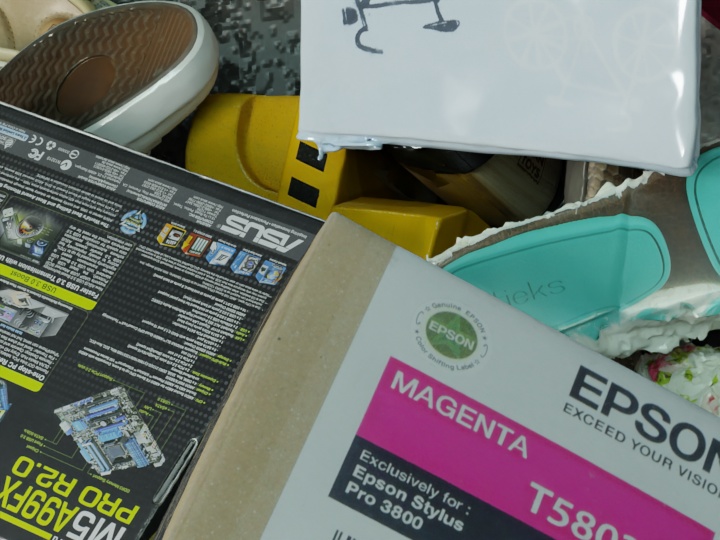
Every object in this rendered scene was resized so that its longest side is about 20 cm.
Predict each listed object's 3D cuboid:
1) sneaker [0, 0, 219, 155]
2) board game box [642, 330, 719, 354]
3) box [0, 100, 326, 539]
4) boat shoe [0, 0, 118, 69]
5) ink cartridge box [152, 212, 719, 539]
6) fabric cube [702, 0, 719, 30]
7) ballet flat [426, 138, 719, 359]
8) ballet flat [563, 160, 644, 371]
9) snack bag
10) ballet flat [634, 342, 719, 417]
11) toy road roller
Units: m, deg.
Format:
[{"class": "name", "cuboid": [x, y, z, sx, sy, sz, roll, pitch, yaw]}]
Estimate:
[{"class": "sneaker", "cuboid": [-0.124, -0.043, 1.167, 0.199, 0.085, 0.073, -28, 43, 28]}, {"class": "board game box", "cuboid": [0.188, 0.053, 1.043, 0.200, 0.034, 0.136, 59, 137, 22]}, {"class": "box", "cuboid": [-0.122, 0.027, 1.036, 0.199, 0.044, 0.161, 20, 66, 28]}, {"class": "boat shoe", "cuboid": [-0.178, -0.129, 1.229, 0.199, 0.063, 0.074, 23, 82, 21]}, {"class": "ink cartridge box", "cuboid": [0.038, 0.098, 0.913, 0.199, 0.075, 0.165, 27, 52, -3]}, {"class": "fabric cube", "cuboid": [0.219, -0.164, 1.050, 0.200, 0.199, 0.196, 41, 88, 22]}, {"class": "ballet flat", "cuboid": [0.115, -0.005, 1.001, 0.199, 0.072, 0.072, -13, 71, 5]}, {"class": "ballet flat", "cuboid": [0.101, 0.021, 1.079, 0.046, 0.067, 0.201, 1, 100, 3]}, {"class": "snack bag", "cuboid": [0.052, -0.135, 0.999, 0.188, 0.021, 0.201, 6, 101, 38]}, {"class": "ballet flat", "cuboid": [0.185, 0.068, 0.983, 0.200, 0.076, 0.064, 36, 98, 33]}, {"class": "toy road roller", "cuboid": [0.000, 0.000, 1.114, 0.145, 0.123, 0.201, 3, 71, 30]}]
